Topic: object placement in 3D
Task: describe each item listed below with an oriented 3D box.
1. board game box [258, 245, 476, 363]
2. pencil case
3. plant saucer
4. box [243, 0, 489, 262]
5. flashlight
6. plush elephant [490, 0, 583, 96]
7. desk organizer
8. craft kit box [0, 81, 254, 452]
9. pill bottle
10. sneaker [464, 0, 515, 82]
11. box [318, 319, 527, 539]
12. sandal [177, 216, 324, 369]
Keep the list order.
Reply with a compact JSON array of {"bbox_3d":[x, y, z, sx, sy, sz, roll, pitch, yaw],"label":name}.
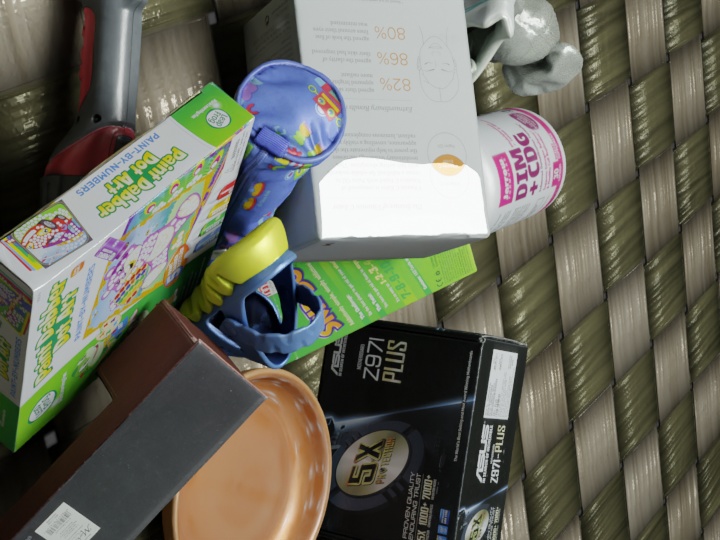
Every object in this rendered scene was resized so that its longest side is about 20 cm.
[{"bbox_3d":[0.000,0.000,1.117,0.200,0.030,0.096,-27,121,-15],"label":"board game box"},{"bbox_3d":[-0.080,-0.067,0.932,0.078,0.200,0.087,29,57,-9],"label":"pencil case"},{"bbox_3d":[-0.097,0.178,1.070,0.200,0.037,0.201,-11,104,-54],"label":"plant saucer"},{"bbox_3d":[0.002,-0.113,1.026,0.152,0.106,0.200,-2,82,-27],"label":"box"},{"bbox_3d":[-0.182,-0.131,0.889,0.068,0.068,0.200,3,87,-15],"label":"flashlight"},{"bbox_3d":[0.127,-0.247,1.219,0.165,0.155,0.200,38,64,-50],"label":"plush elephant"},{"bbox_3d":[-0.166,0.123,0.869,0.200,0.077,0.072,-47,126,-2],"label":"desk organizer"},{"bbox_3d":[-0.163,0.000,0.840,0.197,0.049,0.200,-42,166,-35],"label":"craft kit box"},{"bbox_3d":[0.105,-0.088,1.247,0.200,0.113,0.114,-22,113,-51],"label":"pill bottle"},{"bbox_3d":[0.065,-0.185,1.127,0.070,0.200,0.080,18,48,-26],"label":"sneaker"},{"bbox_3d":[0.048,0.149,1.159,0.086,0.164,0.200,14,85,-54],"label":"box"},{"bbox_3d":[-0.085,0.040,0.949,0.079,0.200,0.087,-39,87,-28],"label":"sandal"}]
